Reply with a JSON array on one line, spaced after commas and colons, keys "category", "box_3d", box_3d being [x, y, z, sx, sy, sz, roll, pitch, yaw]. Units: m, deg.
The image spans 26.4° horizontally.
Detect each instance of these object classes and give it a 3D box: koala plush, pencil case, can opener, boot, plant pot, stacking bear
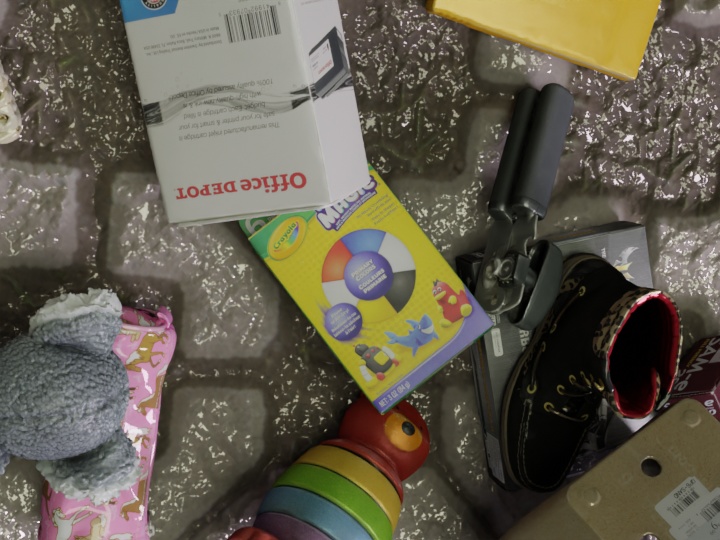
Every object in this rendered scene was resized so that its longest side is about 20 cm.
[{"category": "koala plush", "box_3d": [-0.257, 0.093, 1.094, 0.199, 0.184, 0.179, -1, 100, 3]}, {"category": "pencil case", "box_3d": [-0.196, 0.124, 1.192, 0.086, 0.083, 0.201, 3, 97, -40]}, {"category": "can opener", "box_3d": [0.141, -0.051, 1.247, 0.067, 0.053, 0.201, 29, 68, -34]}, {"category": "boot", "box_3d": [0.180, 0.091, 1.200, 0.073, 0.151, 0.201, 19, 92, -17]}, {"category": "plant pot", "box_3d": [0.228, 0.215, 1.158, 0.199, 0.177, 0.200, -32, 65, -22]}, {"category": "stacking bear", "box_3d": [-0.013, 0.181, 1.218, 0.121, 0.114, 0.200, 39, 59, -5]}]

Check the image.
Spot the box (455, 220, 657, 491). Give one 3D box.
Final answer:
[{"category": "box", "box_3d": [0.174, 0.071, 1.300, 0.157, 0.048, 0.201, -11, 101, -13]}]

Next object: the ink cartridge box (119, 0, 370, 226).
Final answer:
[{"category": "ink cartridge box", "box_3d": [-0.087, -0.144, 1.148, 0.144, 0.084, 0.201, -5, 102, 26]}]

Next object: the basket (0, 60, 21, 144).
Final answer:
[{"category": "basket", "box_3d": [-0.346, -0.142, 1.053, 0.197, 0.200, 0.162, -23, 105, -10]}]

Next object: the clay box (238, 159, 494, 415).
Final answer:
[{"category": "clay box", "box_3d": [0.000, 0.000, 1.207, 0.115, 0.048, 0.200, -38, 84, -2]}]

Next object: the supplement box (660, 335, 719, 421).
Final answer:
[{"category": "supplement box", "box_3d": [0.335, 0.166, 1.326, 0.109, 0.061, 0.201, -39, 110, -46]}]

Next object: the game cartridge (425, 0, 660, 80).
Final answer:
[{"category": "game cartridge", "box_3d": [0.162, -0.270, 1.260, 0.199, 0.032, 0.177, 17, 93, -14]}]
